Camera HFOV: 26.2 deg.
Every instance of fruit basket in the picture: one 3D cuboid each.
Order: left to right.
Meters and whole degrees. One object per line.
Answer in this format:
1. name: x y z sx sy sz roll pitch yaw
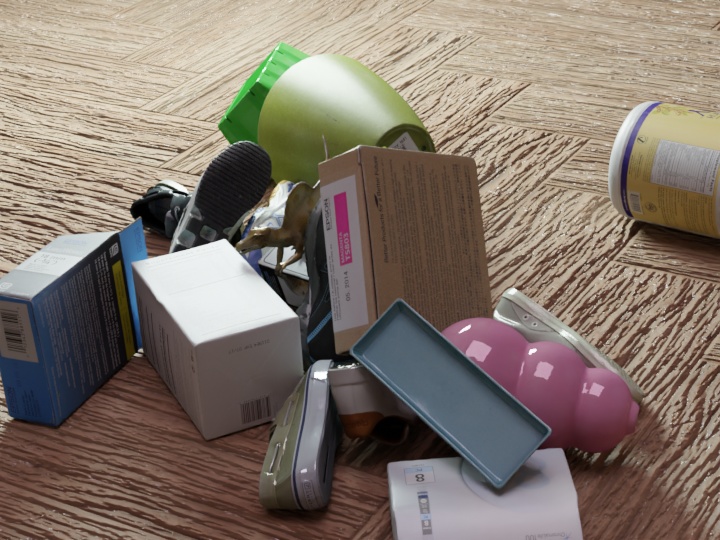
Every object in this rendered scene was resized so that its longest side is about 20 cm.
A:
1. fruit basket: -0.069 -0.197 2.089 0.215 0.156 0.216 34 28 -21

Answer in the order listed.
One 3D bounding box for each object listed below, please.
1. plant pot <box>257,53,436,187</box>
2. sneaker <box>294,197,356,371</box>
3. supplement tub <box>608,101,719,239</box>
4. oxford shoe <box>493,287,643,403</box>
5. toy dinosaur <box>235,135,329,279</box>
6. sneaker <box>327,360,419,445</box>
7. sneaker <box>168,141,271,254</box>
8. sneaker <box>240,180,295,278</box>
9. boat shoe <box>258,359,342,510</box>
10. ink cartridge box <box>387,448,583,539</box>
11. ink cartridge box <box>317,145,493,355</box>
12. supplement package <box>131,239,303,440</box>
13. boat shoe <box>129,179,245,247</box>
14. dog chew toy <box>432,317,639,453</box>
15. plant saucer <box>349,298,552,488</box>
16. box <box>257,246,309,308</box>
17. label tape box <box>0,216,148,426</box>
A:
1. plant pot: 0.001 -0.153 1.877 0.186 0.188 0.200 -16 24 -24
2. sneaker: -0.017 0.009 1.612 0.081 0.201 0.073 2 -14 24
3. supplement tub: 0.409 -0.114 1.822 0.199 0.146 0.145 16 32 32
4. oxford shoe: 0.204 0.087 1.557 0.200 0.075 0.058 36 87 40
5. toy dinosaur: -0.058 -0.056 1.662 0.058 0.102 0.200 12 41 25
6. sneaker: 0.036 0.124 1.505 0.073 0.085 0.200 -10 -1 36
7. sneaker: -0.173 -0.059 1.771 0.201 0.074 0.088 -60 12 -18
8. sneaker: -0.083 -0.037 1.810 0.088 0.076 0.200 20 40 8
9. boat shoe: -0.055 0.149 1.446 0.062 0.072 0.200 -6 28 9
10. ink cartridge box: 0.108 0.225 1.300 0.159 0.048 0.200 -4 25 -2
11. ink cartridge box: 0.047 -0.017 1.564 0.164 0.201 0.075 3 -12 -39
12. supplement package: -0.146 0.065 1.573 0.113 0.110 0.200 -14 29 -21
13. boat shoe: -0.214 -0.062 1.870 0.066 0.075 0.199 -24 33 -32
14. dog chew toy: 0.158 0.116 1.437 0.199 0.125 0.125 11 29 11
15. plant saucer: 0.079 0.109 1.375 0.070 0.019 0.200 -46 60 -5
16. box: 0.000 0.000 1.705 0.199 0.060 0.117 17 52 34
17. label tape box: -0.293 0.046 1.592 0.063 0.145 0.200 7 28 24
